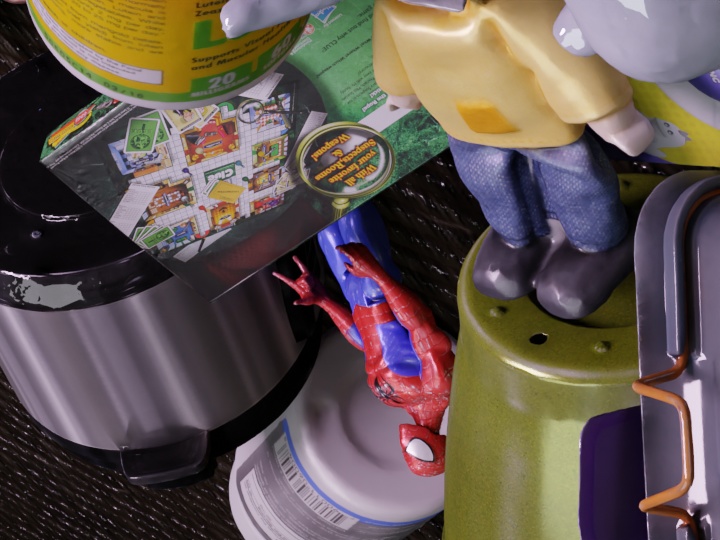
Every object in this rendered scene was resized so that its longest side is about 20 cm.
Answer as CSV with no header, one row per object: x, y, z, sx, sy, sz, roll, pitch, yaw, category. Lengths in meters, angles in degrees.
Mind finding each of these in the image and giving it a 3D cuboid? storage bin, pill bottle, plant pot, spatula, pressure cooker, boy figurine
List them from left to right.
-0.111,0.001,1.139,0.178,0.176,0.200,25,150,33,pressure cooker
-0.062,-0.140,0.749,0.111,0.111,0.200,34,162,6,pill bottle
-0.007,0.104,1.257,0.114,0.114,0.200,37,156,-2,pill bottle
0.050,-0.070,0.821,0.124,0.065,0.200,19,151,38,boy figurine
0.119,0.069,0.964,0.200,0.200,0.193,20,139,33,plant pot
0.154,0.073,0.870,0.021,0.199,0.057,12,104,53,spatula
0.182,0.057,0.789,0.145,0.201,0.134,0,175,-32,storage bin

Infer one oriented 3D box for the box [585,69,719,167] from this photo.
0.144,-0.087,0.794,0.200,0.048,0.117,5,141,47,box

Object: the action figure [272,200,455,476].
0.000,0.000,1.030,0.065,0.052,0.201,-28,84,59,action figure

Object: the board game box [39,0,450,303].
-0.024,-0.068,0.904,0.200,0.024,0.105,-32,120,27,board game box

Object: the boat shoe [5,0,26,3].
-0.100,-0.180,0.878,0.070,0.070,0.200,30,140,-3,boat shoe

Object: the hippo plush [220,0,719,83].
0.092,-0.125,0.656,0.159,0.201,0.161,-2,153,44,hippo plush
